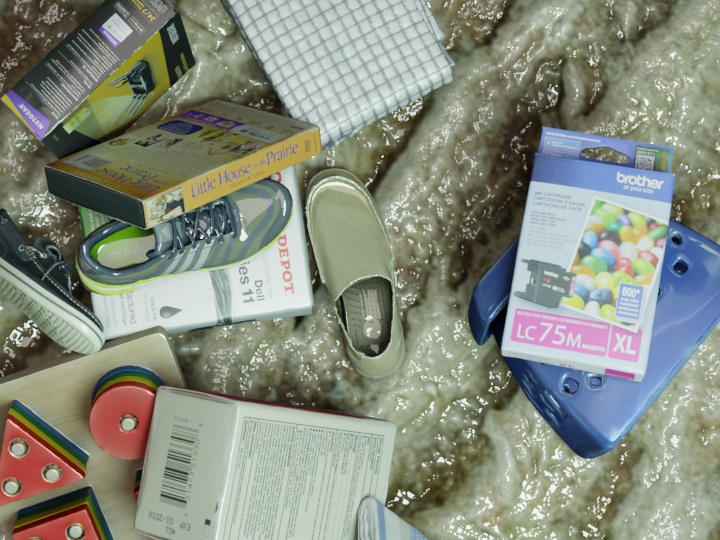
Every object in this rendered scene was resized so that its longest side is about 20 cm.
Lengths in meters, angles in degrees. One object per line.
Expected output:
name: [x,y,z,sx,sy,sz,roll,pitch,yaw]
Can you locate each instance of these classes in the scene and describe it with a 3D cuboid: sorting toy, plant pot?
sorting toy: [-0.235,0.178,1.294,0.198,0.070,0.200,-18,108,0]
plant pot: [0.206,0.034,1.308,0.180,0.200,0.200,41,85,7]

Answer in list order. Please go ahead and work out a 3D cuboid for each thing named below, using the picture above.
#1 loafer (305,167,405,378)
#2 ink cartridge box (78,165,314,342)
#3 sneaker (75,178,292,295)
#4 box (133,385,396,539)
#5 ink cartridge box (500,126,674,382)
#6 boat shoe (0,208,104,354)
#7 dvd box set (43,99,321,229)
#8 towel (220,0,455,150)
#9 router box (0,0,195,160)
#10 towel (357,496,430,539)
loafer: [0.000,0.000,1.357,0.075,0.068,0.202,-17,87,-4]
ink cartridge box: [-0.147,-0.020,1.343,0.198,0.083,0.148,-9,87,-4]
sneaker: [-0.151,-0.029,1.260,0.199,0.081,0.074,-21,88,-3]
box: [-0.079,0.177,1.270,0.199,0.108,0.129,15,83,-47]
ink cartridge box: [0.189,-0.020,1.207,0.118,0.042,0.202,10,77,8]
boat shoe: [-0.287,0.004,1.310,0.062,0.075,0.200,-41,53,-20]
dvd box set: [-0.153,-0.096,1.281,0.199,0.146,0.030,-28,123,-39]
towel: [-0.024,-0.225,1.367,0.165,0.086,0.201,-30,87,-6]
router box: [-0.223,-0.167,1.291,0.157,0.200,0.052,-44,88,-4]
towel: [0.066,0.298,1.272,0.024,0.148,0.200,-33,125,22]
